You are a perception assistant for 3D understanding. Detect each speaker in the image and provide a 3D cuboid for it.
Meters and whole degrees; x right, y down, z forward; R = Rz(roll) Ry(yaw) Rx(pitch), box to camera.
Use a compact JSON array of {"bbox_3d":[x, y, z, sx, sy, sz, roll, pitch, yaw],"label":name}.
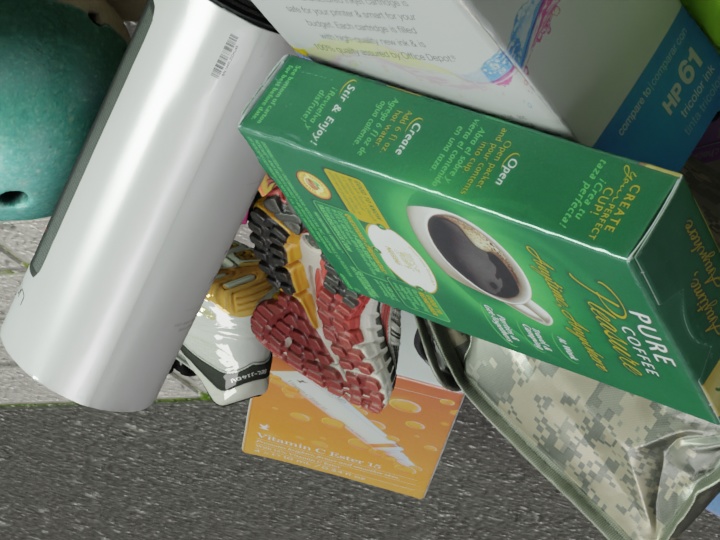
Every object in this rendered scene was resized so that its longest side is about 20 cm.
[{"bbox_3d":[-0.087,-0.038,1.139,0.081,0.081,0.201,21,113,-14],"label":"speaker"}]

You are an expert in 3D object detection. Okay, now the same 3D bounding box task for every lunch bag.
[{"bbox_3d":[0.114,0.011,1.185,0.200,0.164,0.118,44,123,7],"label":"lunch bag"}]

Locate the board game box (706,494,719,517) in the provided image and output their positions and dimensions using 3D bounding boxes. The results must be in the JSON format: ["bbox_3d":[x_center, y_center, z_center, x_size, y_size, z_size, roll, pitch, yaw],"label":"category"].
[{"bbox_3d":[0.198,0.059,1.354,0.151,0.201,0.037,30,121,-29],"label":"board game box"}]

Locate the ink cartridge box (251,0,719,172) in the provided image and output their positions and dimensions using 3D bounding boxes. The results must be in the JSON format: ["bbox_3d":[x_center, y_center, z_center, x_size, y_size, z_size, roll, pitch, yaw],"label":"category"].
[{"bbox_3d":[0.033,-0.115,1.016,0.144,0.085,0.200,11,152,51],"label":"ink cartridge box"}]

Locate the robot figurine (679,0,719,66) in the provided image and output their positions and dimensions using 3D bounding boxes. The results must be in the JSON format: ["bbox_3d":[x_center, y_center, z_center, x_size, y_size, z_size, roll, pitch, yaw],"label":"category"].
[{"bbox_3d":[0.182,-0.142,1.009,0.174,0.116,0.200,7,157,-6],"label":"robot figurine"}]

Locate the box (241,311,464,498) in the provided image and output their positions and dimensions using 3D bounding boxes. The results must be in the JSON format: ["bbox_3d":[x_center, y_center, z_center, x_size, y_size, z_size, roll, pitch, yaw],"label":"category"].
[{"bbox_3d":[0.003,0.051,1.566,0.124,0.098,0.200,15,156,1],"label":"box"}]

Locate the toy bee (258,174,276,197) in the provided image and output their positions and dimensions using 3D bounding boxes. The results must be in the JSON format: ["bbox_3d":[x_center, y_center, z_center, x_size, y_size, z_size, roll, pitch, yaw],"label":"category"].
[{"bbox_3d":[-0.012,-0.065,1.302,0.199,0.131,0.109,18,115,10],"label":"toy bee"}]

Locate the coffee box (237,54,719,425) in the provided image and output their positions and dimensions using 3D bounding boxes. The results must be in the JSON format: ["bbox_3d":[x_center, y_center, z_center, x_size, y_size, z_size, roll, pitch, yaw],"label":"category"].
[{"bbox_3d":[0.056,-0.013,1.024,0.199,0.044,0.123,20,156,38],"label":"coffee box"}]

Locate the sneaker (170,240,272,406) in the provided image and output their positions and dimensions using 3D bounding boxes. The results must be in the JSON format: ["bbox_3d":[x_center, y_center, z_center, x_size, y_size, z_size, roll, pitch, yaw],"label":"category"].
[{"bbox_3d":[-0.112,0.015,1.481,0.075,0.088,0.200,-14,-154,-23],"label":"sneaker"}]

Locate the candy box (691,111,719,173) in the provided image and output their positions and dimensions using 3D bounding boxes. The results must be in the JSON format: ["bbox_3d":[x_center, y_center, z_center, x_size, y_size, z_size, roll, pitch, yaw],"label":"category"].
[{"bbox_3d":[0.262,-0.013,1.300,0.200,0.072,0.167,32,152,-34],"label":"candy box"}]

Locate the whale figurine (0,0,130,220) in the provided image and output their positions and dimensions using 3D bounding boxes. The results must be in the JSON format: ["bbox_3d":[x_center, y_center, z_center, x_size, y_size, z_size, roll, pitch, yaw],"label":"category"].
[{"bbox_3d":[-0.193,-0.057,1.202,0.199,0.104,0.159,-30,144,25],"label":"whale figurine"}]

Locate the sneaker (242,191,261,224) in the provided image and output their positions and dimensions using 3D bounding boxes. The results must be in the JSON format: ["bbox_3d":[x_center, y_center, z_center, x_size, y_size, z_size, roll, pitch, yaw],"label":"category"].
[{"bbox_3d":[-0.103,-0.045,1.423,0.199,0.088,0.074,16,148,1],"label":"sneaker"}]

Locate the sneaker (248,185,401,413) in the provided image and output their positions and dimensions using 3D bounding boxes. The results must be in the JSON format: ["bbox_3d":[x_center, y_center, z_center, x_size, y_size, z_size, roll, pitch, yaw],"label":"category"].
[{"bbox_3d":[0.000,0.000,1.215,0.078,0.082,0.200,31,154,13],"label":"sneaker"}]

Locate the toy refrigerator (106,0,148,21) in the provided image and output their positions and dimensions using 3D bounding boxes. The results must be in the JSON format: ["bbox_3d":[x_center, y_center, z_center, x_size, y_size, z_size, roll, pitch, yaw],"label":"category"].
[{"bbox_3d":[-0.025,-0.158,1.165,0.199,0.070,0.076,5,147,22],"label":"toy refrigerator"}]

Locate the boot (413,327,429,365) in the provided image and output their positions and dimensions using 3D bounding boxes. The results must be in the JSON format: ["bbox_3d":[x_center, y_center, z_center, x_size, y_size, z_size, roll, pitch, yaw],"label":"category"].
[{"bbox_3d":[0.065,0.001,1.365,0.070,0.132,0.200,29,155,4],"label":"boot"}]
